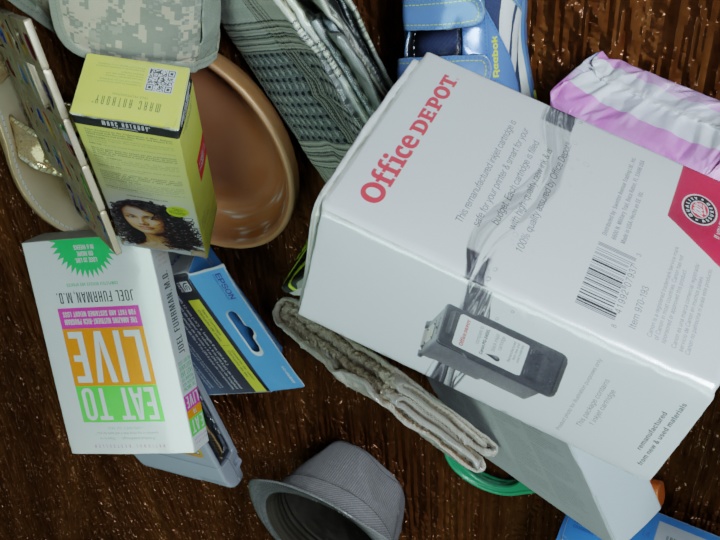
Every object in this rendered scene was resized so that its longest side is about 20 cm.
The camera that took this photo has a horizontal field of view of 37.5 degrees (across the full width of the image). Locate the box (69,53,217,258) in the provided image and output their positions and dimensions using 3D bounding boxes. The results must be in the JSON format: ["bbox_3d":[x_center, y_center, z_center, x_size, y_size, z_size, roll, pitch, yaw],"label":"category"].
[{"bbox_3d":[-0.149,-0.075,0.765,0.075,0.050,0.200,8,156,3],"label":"box"}]

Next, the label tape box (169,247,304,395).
[{"bbox_3d":[-0.146,0.044,0.988,0.199,0.066,0.144,-10,124,39],"label":"label tape box"}]

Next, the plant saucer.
[{"bbox_3d":[-0.131,-0.106,0.849,0.199,0.038,0.201,22,140,19],"label":"plant saucer"}]

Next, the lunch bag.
[{"bbox_3d":[-0.166,-0.233,0.671,0.200,0.118,0.165,36,142,18],"label":"lunch bag"}]

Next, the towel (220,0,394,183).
[{"bbox_3d":[-0.025,-0.113,0.703,0.193,0.034,0.200,59,165,-25],"label":"towel"}]

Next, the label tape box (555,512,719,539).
[{"bbox_3d":[0.236,0.279,0.931,0.143,0.063,0.201,20,146,16],"label":"label tape box"}]

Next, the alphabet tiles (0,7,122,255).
[{"bbox_3d":[-0.231,-0.111,0.783,0.200,0.008,0.168,32,143,59],"label":"alphabet tiles"}]

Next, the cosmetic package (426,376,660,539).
[{"bbox_3d":[0.118,0.099,0.791,0.200,0.052,0.151,29,154,56],"label":"cosmetic package"}]

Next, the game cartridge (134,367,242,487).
[{"bbox_3d":[-0.203,0.134,1.044,0.132,0.042,0.201,4,134,27],"label":"game cartridge"}]

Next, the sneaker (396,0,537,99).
[{"bbox_3d":[0.060,-0.136,0.646,0.074,0.082,0.201,5,130,35],"label":"sneaker"}]

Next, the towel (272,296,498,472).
[{"bbox_3d":[0.015,0.090,0.850,0.132,0.035,0.200,40,175,-32],"label":"towel"}]

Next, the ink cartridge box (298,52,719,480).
[{"bbox_3d":[0.086,-0.009,0.545,0.199,0.146,0.084,25,138,8],"label":"ink cartridge box"}]

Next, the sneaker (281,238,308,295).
[{"bbox_3d":[0.000,0.000,0.807,0.076,0.076,0.200,30,173,-11],"label":"sneaker"}]

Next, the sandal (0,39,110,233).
[{"bbox_3d":[-0.263,-0.119,0.904,0.069,0.078,0.213,0,123,44],"label":"sandal"}]

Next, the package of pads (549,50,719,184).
[{"bbox_3d":[0.175,-0.024,0.662,0.120,0.076,0.201,34,144,34],"label":"package of pads"}]

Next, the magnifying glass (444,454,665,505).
[{"bbox_3d":[0.165,0.175,0.925,0.199,0.022,0.080,8,133,33],"label":"magnifying glass"}]

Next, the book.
[{"bbox_3d":[-0.213,0.062,0.938,0.133,0.048,0.201,-3,106,25],"label":"book"}]

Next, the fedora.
[{"bbox_3d":[-0.017,0.237,1.061,0.176,0.090,0.201,11,141,30],"label":"fedora"}]
